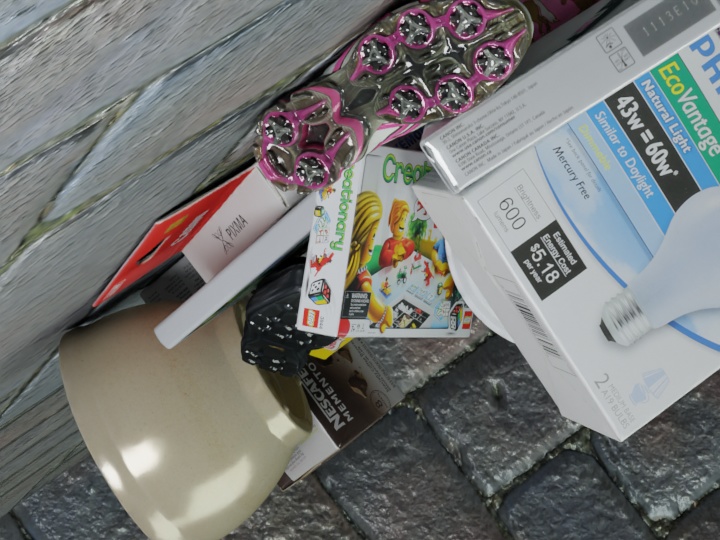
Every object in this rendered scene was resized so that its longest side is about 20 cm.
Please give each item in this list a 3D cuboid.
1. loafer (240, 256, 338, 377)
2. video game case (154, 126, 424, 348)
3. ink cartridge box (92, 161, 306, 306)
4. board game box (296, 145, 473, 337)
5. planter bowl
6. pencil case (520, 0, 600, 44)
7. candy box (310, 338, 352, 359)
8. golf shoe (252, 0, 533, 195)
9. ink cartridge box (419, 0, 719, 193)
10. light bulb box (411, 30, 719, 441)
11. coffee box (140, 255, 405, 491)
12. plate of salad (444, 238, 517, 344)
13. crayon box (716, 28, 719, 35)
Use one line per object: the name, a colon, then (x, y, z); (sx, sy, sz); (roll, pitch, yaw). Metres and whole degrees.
loafer: (-0.046, 0.021, 1.661); (0.201, 0.068, 0.070); (128, -21, -73)
video game case: (-0.037, -0.033, 1.676); (0.200, 0.022, 0.182); (-39, 179, 39)
ink cartridge box: (-0.091, -0.032, 1.690); (0.176, 0.045, 0.200); (-36, 178, -25)
board game box: (0.027, -0.019, 1.594); (0.035, 0.126, 0.200); (10, -176, 28)
planter bowl: (-0.121, 0.103, 1.809); (0.135, 0.200, 0.200); (-30, 179, 9)
pencil case: (0.130, -0.180, 1.557); (0.200, 0.083, 0.087); (-39, -149, 37)
candy box: (0.000, 0.000, 1.735); (0.200, 0.026, 0.102); (140, -33, -73)
golf shoe: (0.025, -0.119, 1.426); (0.200, 0.073, 0.092); (-26, -171, 33)
ink cartridge box: (0.134, -0.135, 1.474); (0.200, 0.044, 0.174); (-32, -168, 12)
light bulb box: (0.177, -0.031, 1.537); (0.200, 0.198, 0.125); (-37, -166, -8)
coffee box: (-0.071, 0.063, 1.934); (0.080, 0.200, 0.113); (-38, 176, 37)
plate of salad: (0.153, -0.038, 1.637); (0.200, 0.200, 0.048); (-36, -156, 1)
crayon box: (0.261, -0.156, 1.660); (0.200, 0.173, 0.058); (-35, -150, -2)
